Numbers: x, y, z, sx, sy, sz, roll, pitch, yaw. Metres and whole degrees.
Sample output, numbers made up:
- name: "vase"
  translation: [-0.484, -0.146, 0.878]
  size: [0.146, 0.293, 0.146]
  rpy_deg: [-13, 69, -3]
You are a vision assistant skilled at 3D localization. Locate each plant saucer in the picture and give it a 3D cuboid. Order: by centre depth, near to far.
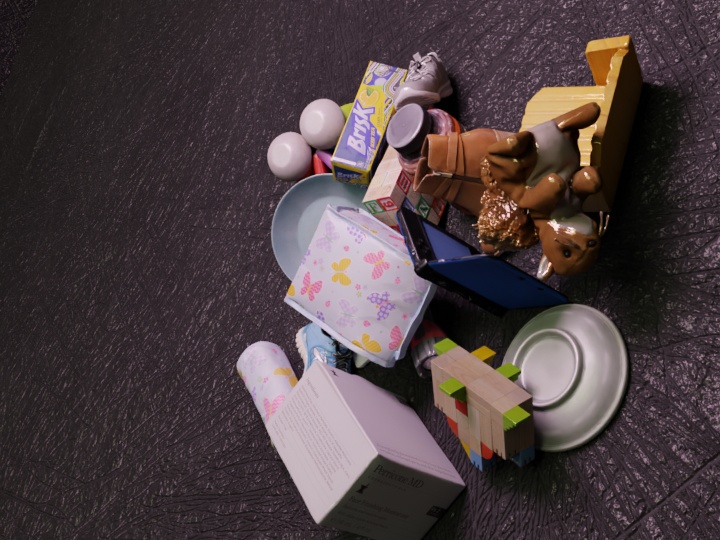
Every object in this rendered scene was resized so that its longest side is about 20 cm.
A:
- name: "plant saucer"
  translation: [0.254, 0.134, 1.314]
  size: [0.198, 0.050, 0.203]
  rpy_deg: [-23, 54, 36]
- name: "plant saucer"
  translation: [-0.049, -0.059, 1.655]
  size: [0.197, 0.039, 0.205]
  rpy_deg: [2, 98, 11]

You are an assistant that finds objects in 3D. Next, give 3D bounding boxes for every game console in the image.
- name: "game console"
  translation: [0.166, -0.020, 1.369]
  size: [0.118, 0.199, 0.172]
  rpy_deg: [-38, 49, 25]

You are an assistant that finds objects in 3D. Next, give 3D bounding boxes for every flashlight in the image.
- name: "flashlight"
  translation: [0.095, 0.065, 1.508]
  size: [0.068, 0.067, 0.202]
  rpy_deg: [105, 161, -45]

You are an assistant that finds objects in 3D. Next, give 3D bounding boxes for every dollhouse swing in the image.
- name: "dollhouse swing"
  translation: [0.281, -0.205, 1.387]
  size: [0.173, 0.182, 0.203]
  rpy_deg: [12, 78, 27]

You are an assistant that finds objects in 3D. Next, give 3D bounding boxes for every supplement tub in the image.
- name: "supplement tub"
  translation: [0.127, -0.169, 1.488]
  size: [0.106, 0.199, 0.109]
  rpy_deg: [-24, 52, 35]

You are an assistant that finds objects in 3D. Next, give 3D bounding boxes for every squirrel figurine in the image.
- name: "squirrel figurine"
  translation: [0.232, -0.084, 1.265]
  size: [0.199, 0.140, 0.189]
  rpy_deg: [-18, 95, 63]

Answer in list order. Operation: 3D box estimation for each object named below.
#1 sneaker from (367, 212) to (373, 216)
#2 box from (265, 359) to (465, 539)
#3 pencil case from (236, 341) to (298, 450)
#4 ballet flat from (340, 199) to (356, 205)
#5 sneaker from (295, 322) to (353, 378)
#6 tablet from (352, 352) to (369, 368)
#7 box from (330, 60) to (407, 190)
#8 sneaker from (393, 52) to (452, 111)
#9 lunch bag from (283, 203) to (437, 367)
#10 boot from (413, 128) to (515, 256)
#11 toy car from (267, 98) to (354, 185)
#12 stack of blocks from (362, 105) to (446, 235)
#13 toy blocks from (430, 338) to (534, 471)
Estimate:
- name: "sneaker"
  translation: [0.000, 0.000, 1.592]
  size: [0.091, 0.077, 0.204]
  rpy_deg: [12, 90, 58]
- name: "box"
  translation: [0.005, 0.257, 1.389]
  size: [0.131, 0.198, 0.200]
  rpy_deg: [-51, 42, 12]
- name: "pencil case"
  translation: [-0.140, 0.208, 1.653]
  size: [0.091, 0.082, 0.201]
  rpy_deg: [-54, 41, 17]
- name: "ballet flat"
  translation: [-0.022, -0.088, 1.700]
  size: [0.200, 0.073, 0.074]
  rpy_deg: [-46, 44, 18]
- name: "sneaker"
  translation: [-0.046, 0.146, 1.586]
  size: [0.090, 0.078, 0.202]
  rpy_deg: [-46, 44, 27]
- name: "tablet"
  translation: [0.014, 0.047, 1.633]
  size: [0.130, 0.014, 0.202]
  rpy_deg: [-41, 46, 23]
- name: "box"
  translation: [0.016, -0.236, 1.621]
  size: [0.069, 0.065, 0.203]
  rpy_deg: [16, 67, 11]
- name: "sneaker"
  translation: [0.092, -0.306, 1.602]
  size: [0.074, 0.200, 0.083]
  rpy_deg: [-13, 102, 19]
- name: "lunch bag"
  translation: [0.014, 0.024, 1.464]
  size: [0.199, 0.126, 0.172]
  rpy_deg: [33, 106, 30]
- name: "boot"
  translation: [0.150, -0.111, 1.427]
  size: [0.074, 0.152, 0.203]
  rpy_deg: [-115, 27, -58]
- name: "toy car"
  translation: [-0.050, -0.195, 1.732]
  size: [0.200, 0.174, 0.151]
  rpy_deg: [-41, 74, 22]
- name: "stack of blocks"
  translation: [0.089, -0.147, 1.580]
  size: [0.058, 0.115, 0.202]
  rpy_deg: [-9, 45, 41]
- name: "toy blocks"
  translation: [0.163, 0.197, 1.322]
  size: [0.099, 0.139, 0.199]
  rpy_deg: [-24, 33, -25]
